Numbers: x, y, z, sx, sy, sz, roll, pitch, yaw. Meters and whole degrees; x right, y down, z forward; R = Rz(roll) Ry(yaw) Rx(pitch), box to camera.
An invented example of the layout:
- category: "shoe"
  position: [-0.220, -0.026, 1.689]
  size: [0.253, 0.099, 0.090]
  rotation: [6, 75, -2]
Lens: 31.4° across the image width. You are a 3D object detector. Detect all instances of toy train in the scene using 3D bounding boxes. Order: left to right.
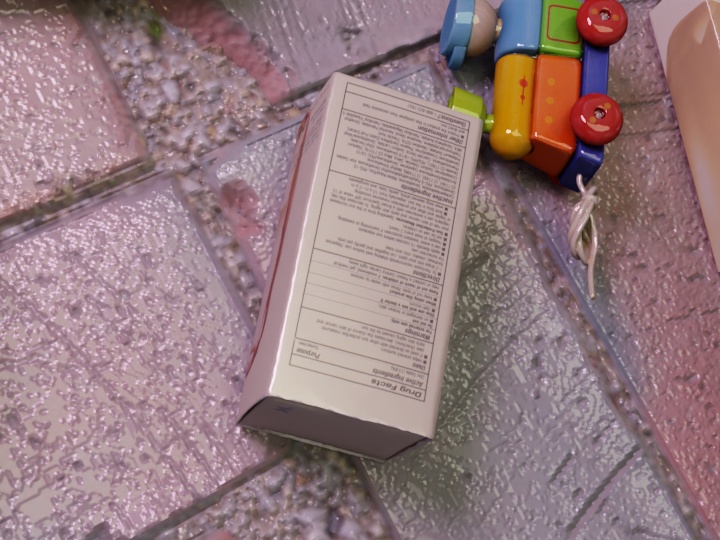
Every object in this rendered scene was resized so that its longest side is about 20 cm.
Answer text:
- category: "toy train"
  position: [0.104, -0.087, 0.828]
  size: [0.114, 0.085, 0.202]
  rotation: [9, 70, -4]

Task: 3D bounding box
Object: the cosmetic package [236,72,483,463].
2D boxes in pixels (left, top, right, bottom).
- category: "cosmetic package"
  position: [0.000, 0.000, 0.759]
  size: [0.102, 0.087, 0.202]
  rotation: [17, 68, -13]

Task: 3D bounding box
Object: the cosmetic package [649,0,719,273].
- category: "cosmetic package"
  position: [0.282, -0.107, 0.892]
  size: [0.104, 0.071, 0.202]
  rotation: [-8, 75, -20]
